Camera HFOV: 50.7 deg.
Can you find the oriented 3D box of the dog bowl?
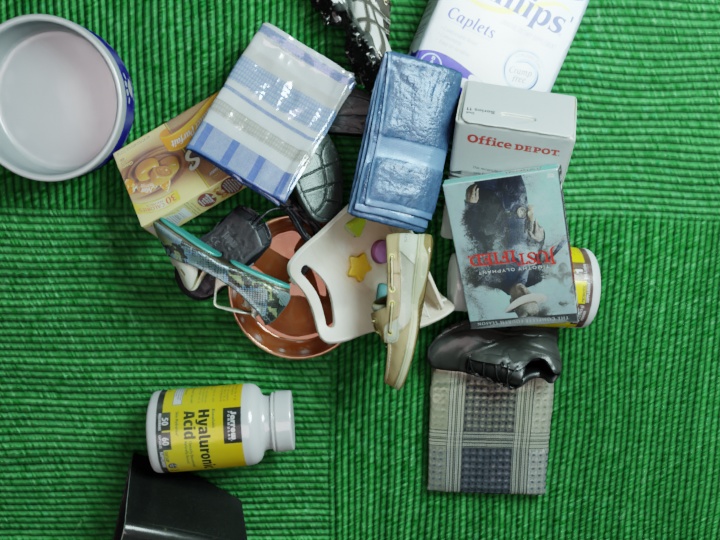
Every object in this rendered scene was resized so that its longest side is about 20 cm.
[{"bbox_3d":[-0.397,-0.221,0.985,0.194,0.079,0.206,-1,101,-3],"label":"dog bowl"}]

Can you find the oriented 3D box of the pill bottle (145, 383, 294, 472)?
[{"bbox_3d":[-0.191,0.217,1.061,0.194,0.111,0.115,-5,101,-3],"label":"pill bottle"}]

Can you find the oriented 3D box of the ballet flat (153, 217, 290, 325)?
[{"bbox_3d":[-0.184,0.007,0.961,0.196,0.074,0.076,28,98,-1],"label":"ballet flat"}]

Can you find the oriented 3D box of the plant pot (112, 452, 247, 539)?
[{"bbox_3d":[-0.257,0.401,1.060,0.173,0.199,0.206,12,100,-17],"label":"plant pot"}]

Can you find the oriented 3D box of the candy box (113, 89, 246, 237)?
[{"bbox_3d":[-0.213,-0.146,0.999,0.197,0.055,0.117,-29,73,2],"label":"candy box"}]

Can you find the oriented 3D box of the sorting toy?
[{"bbox_3d":[0.000,0.000,1.005,0.177,0.106,0.204,-30,108,-16],"label":"sorting toy"}]

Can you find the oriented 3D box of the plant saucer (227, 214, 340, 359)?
[{"bbox_3d":[-0.088,0.022,1.071,0.194,0.032,0.207,0,100,-2],"label":"plant saucer"}]

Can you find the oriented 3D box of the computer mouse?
[{"bbox_3d":[-0.144,-0.021,1.023,0.140,0.046,0.201,43,84,-2],"label":"computer mouse"}]

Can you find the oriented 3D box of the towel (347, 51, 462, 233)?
[{"bbox_3d":[0.055,-0.155,0.919,0.109,0.049,0.206,12,93,-11],"label":"towel"}]

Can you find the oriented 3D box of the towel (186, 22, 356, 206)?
[{"bbox_3d":[-0.108,-0.200,0.953,0.145,0.024,0.203,30,75,-3],"label":"towel"}]

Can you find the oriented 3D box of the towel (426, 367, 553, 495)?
[{"bbox_3d":[0.192,0.235,1.131,0.187,0.035,0.206,2,102,0],"label":"towel"}]

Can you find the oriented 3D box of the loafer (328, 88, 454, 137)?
[{"bbox_3d":[0.048,-0.214,1.017,0.194,0.073,0.075,3,96,-5],"label":"loafer"}]

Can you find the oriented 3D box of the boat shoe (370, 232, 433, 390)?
[{"bbox_3d":[0.046,0.049,0.956,0.064,0.074,0.206,10,104,6],"label":"boat shoe"}]

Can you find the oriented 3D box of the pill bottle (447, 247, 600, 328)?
[{"bbox_3d":[0.221,0.020,1.048,0.194,0.109,0.113,2,101,-3],"label":"pill bottle"}]

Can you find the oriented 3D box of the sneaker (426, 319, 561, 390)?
[{"bbox_3d":[0.190,0.122,1.067,0.194,0.092,0.077,-5,135,0],"label":"sneaker"}]

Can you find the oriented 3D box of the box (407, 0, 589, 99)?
[{"bbox_3d":[0.172,-0.311,0.987,0.180,0.105,0.204,22,98,-8],"label":"box"}]

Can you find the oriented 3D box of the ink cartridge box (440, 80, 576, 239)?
[{"bbox_3d":[0.184,-0.128,0.968,0.142,0.084,0.203,10,141,7],"label":"ink cartridge box"}]

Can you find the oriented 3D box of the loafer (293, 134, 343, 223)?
[{"bbox_3d":[-0.075,-0.162,1.013,0.070,0.063,0.205,-18,93,-20],"label":"loafer"}]

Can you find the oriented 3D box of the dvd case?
[{"bbox_3d":[0.189,-0.024,0.945,0.142,0.022,0.205,-5,115,21],"label":"dvd case"}]

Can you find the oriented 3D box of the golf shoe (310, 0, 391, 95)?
[{"bbox_3d":[0.016,-0.312,0.978,0.093,0.078,0.203,-28,86,-21],"label":"golf shoe"}]
